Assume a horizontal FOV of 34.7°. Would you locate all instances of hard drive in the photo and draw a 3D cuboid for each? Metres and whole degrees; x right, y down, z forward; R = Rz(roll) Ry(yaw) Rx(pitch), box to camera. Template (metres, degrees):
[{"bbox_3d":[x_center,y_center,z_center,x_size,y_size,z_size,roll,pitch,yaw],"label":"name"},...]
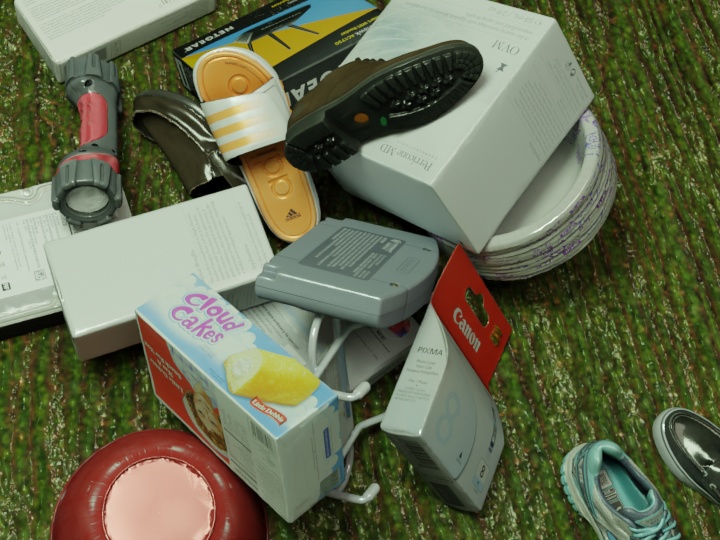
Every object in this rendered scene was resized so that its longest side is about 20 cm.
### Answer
[{"bbox_3d":[-0.317,-0.014,1.128,0.199,0.038,0.140,-15,70,-16],"label":"hard drive"}]

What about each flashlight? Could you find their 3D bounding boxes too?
[{"bbox_3d":[-0.271,-0.136,1.142,0.068,0.068,0.201,-6,51,-7],"label":"flashlight"}]

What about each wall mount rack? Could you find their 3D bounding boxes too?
[{"bbox_3d":[0.012,0.111,1.058,0.074,0.201,0.174,8,33,21],"label":"wall mount rack"}]

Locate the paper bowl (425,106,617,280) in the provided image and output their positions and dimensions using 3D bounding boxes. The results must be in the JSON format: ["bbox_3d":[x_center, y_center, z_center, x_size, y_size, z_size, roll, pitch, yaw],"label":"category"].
[{"bbox_3d":[0.161,-0.080,1.170,0.200,0.104,0.201,-16,51,21],"label":"paper bowl"}]

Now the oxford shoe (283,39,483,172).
[{"bbox_3d":[0.016,-0.168,1.039,0.199,0.073,0.085,-20,48,21],"label":"oxford shoe"}]

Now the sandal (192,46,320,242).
[{"bbox_3d":[-0.092,-0.116,1.103,0.079,0.059,0.207,-23,108,8],"label":"sandal"}]

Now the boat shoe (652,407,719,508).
[{"bbox_3d":[0.374,0.209,1.134,0.069,0.057,0.200,-39,78,-22],"label":"boat shoe"}]

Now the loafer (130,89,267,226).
[{"bbox_3d":[-0.159,-0.111,1.174,0.200,0.073,0.071,34,65,6],"label":"loafer"}]

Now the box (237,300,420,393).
[{"bbox_3d":[-0.059,0.066,1.133,0.200,0.041,0.156,-36,76,-20],"label":"box"}]

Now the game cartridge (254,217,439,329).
[{"bbox_3d":[0.000,0.000,1.054,0.133,0.200,0.041,10,109,15],"label":"game cartridge"}]

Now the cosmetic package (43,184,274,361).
[{"bbox_3d":[-0.184,0.001,1.083,0.199,0.074,0.102,-17,70,-14],"label":"cosmetic package"}]

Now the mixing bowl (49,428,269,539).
[{"bbox_3d":[-0.176,0.223,1.010,0.199,0.108,0.201,3,67,-7],"label":"mixing bowl"}]

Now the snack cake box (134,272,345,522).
[{"bbox_3d":[-0.104,0.106,0.984,0.067,0.115,0.200,-34,51,-27],"label":"snack cake box"}]

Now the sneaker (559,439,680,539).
[{"bbox_3d":[0.261,0.248,1.082,0.077,0.086,0.200,-30,74,-19],"label":"sneaker"}]

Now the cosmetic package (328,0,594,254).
[{"bbox_3d":[0.079,-0.155,1.122,0.199,0.123,0.200,27,77,42],"label":"cosmetic package"}]

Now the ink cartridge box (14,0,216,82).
[{"bbox_3d":[-0.286,-0.322,1.261,0.199,0.045,0.177,-30,75,-20],"label":"ink cartridge box"}]

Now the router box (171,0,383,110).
[{"bbox_3d":[-0.076,-0.228,1.214,0.199,0.051,0.149,-31,44,-19],"label":"router box"}]

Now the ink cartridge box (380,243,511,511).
[{"bbox_3d":[0.101,0.102,1.082,0.047,0.160,0.201,7,60,34],"label":"ink cartridge box"}]
